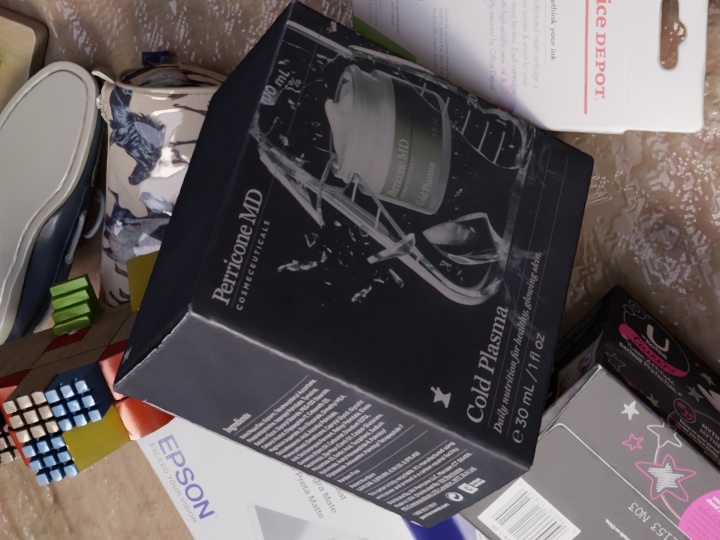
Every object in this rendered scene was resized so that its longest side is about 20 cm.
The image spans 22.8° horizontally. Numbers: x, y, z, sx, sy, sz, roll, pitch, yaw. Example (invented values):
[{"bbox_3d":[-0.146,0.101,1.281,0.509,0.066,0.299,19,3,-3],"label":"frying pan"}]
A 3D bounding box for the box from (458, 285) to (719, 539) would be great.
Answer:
[{"bbox_3d":[0.171,0.133,1.017,0.200,0.115,0.132,41,116,-5],"label":"box"}]

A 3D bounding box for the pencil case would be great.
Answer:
[{"bbox_3d":[-0.126,-0.030,1.104,0.089,0.078,0.201,10,110,7],"label":"pencil case"}]

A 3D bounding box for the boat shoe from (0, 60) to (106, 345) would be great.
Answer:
[{"bbox_3d":[-0.201,-0.038,1.137,0.075,0.062,0.201,27,106,27],"label":"boat shoe"}]

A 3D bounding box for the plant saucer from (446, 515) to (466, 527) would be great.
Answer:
[{"bbox_3d":[0.012,0.094,1.121,0.199,0.031,0.201,6,109,18],"label":"plant saucer"}]

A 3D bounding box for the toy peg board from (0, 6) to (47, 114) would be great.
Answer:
[{"bbox_3d":[-0.327,-0.088,1.149,0.199,0.098,0.200,22,113,13],"label":"toy peg board"}]

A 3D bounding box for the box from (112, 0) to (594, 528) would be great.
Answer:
[{"bbox_3d":[0.000,0.000,0.955,0.196,0.201,0.124,25,148,-16],"label":"box"}]

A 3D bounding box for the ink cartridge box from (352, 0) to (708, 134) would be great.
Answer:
[{"bbox_3d":[0.099,-0.141,0.993,0.199,0.067,0.118,6,109,19],"label":"ink cartridge box"}]

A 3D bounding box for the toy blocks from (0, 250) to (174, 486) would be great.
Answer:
[{"bbox_3d":[-0.156,0.069,1.028,0.199,0.137,0.100,-18,106,14],"label":"toy blocks"}]

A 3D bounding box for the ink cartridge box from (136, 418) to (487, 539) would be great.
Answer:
[{"bbox_3d":[-0.012,0.143,1.106,0.199,0.041,0.200,-28,96,25],"label":"ink cartridge box"}]
